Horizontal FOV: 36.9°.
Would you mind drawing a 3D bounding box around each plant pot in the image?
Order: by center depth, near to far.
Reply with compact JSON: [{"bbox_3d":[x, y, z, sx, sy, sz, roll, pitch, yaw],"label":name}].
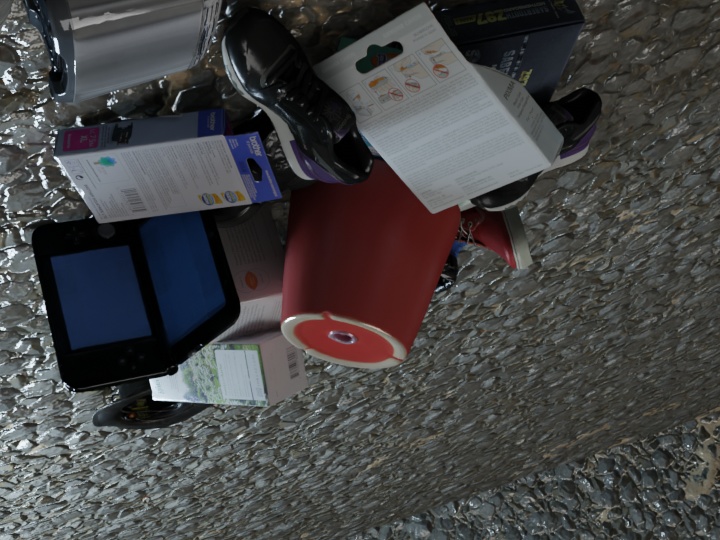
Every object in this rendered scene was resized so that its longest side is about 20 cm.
[{"bbox_3d":[0.000,0.000,1.191,0.199,0.178,0.201,11,155,5],"label":"plant pot"}]

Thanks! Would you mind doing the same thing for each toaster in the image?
[{"bbox_3d":[-0.182,-0.209,0.811,0.129,0.114,0.200,-17,172,-18],"label":"toaster"}]

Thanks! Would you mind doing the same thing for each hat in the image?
[{"bbox_3d":[-0.296,0.167,1.560,0.199,0.081,0.201,-10,158,-4],"label":"hat"}]

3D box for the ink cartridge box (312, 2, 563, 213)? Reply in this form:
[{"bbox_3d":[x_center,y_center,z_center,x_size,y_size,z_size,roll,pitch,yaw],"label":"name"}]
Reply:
[{"bbox_3d":[0.073,-0.158,1.032,0.160,0.047,0.200,-20,120,45],"label":"ink cartridge box"}]

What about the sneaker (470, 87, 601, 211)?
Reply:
[{"bbox_3d":[0.186,-0.142,1.174,0.200,0.076,0.088,-35,159,-32],"label":"sneaker"}]

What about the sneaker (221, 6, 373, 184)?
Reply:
[{"bbox_3d":[-0.046,-0.159,0.993,0.076,0.087,0.200,-54,136,-19],"label":"sneaker"}]

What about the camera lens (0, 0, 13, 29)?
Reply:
[{"bbox_3d":[-0.330,-0.178,0.728,0.159,0.161,0.200,1,148,-39],"label":"camera lens"}]

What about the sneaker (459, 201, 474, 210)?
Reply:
[{"bbox_3d":[0.089,-0.120,1.278,0.200,0.074,0.118,-33,143,11],"label":"sneaker"}]

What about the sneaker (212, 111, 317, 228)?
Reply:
[{"bbox_3d":[-0.114,-0.117,1.145,0.199,0.060,0.104,-23,142,27],"label":"sneaker"}]

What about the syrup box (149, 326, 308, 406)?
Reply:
[{"bbox_3d":[-0.170,0.116,1.338,0.199,0.079,0.081,-2,-168,36],"label":"syrup box"}]

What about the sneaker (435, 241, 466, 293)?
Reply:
[{"bbox_3d":[0.121,-0.027,1.440,0.199,0.112,0.077,-12,154,-19],"label":"sneaker"}]

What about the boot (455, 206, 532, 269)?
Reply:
[{"bbox_3d":[0.123,-0.045,1.330,0.143,0.200,0.073,-17,119,-3],"label":"boot"}]

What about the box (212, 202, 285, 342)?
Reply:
[{"bbox_3d":[-0.190,0.012,1.266,0.199,0.125,0.098,-11,155,-19],"label":"box"}]

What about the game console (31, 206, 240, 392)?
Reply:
[{"bbox_3d":[-0.238,0.002,1.119,0.175,0.201,0.117,-9,152,-21],"label":"game console"}]

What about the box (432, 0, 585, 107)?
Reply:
[{"bbox_3d":[0.136,-0.207,1.157,0.157,0.051,0.200,-14,156,-15],"label":"box"}]

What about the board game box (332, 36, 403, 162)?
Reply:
[{"bbox_3d":[0.041,-0.150,1.131,0.151,0.045,0.200,13,152,1],"label":"board game box"}]

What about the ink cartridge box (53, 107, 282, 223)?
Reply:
[{"bbox_3d":[-0.185,-0.103,1.068,0.199,0.042,0.120,-5,149,7],"label":"ink cartridge box"}]
